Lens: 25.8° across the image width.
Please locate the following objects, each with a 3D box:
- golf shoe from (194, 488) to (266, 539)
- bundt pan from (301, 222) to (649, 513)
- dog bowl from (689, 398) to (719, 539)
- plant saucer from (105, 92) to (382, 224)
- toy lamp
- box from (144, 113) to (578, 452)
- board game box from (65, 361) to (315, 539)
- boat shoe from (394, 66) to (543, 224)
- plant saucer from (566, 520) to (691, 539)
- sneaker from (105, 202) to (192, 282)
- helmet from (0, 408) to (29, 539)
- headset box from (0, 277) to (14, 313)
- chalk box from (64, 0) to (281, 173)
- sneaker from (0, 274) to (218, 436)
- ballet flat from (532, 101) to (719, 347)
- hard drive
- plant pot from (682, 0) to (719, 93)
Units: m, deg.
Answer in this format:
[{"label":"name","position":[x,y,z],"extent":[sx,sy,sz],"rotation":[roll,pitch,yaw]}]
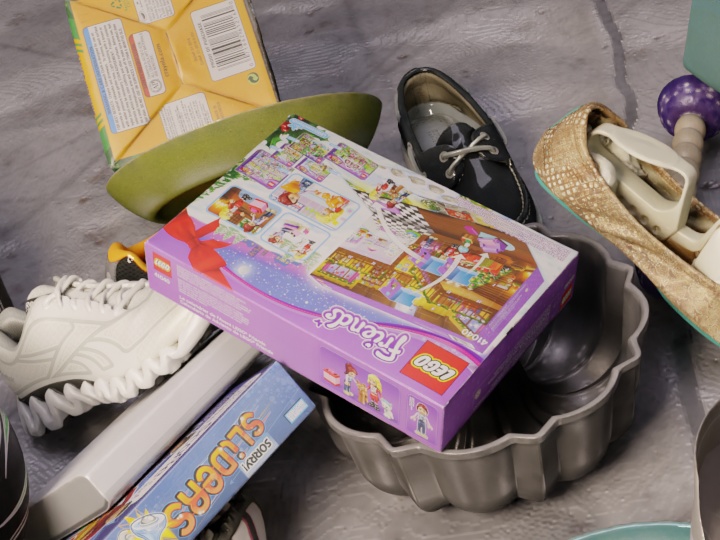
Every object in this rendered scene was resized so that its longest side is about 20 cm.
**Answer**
[{"label":"golf shoe","position":[-0.072,0.183,0.798],"extent":[0.077,0.088,0.200],"rotation":[-42,10,15]},{"label":"bundt pan","position":[0.068,0.061,0.899],"extent":[0.200,0.076,0.203],"rotation":[-10,37,7]},{"label":"dog bowl","position":[0.241,0.127,0.714],"extent":[0.198,0.059,0.201],"rotation":[8,31,-5]},{"label":"plant saucer","position":[-0.075,-0.071,1.083],"extent":[0.198,0.031,0.200],"rotation":[-19,-7,-2]},{"label":"toy lamp","position":[0.209,-0.054,1.021],"extent":[0.058,0.059,0.201],"rotation":[0,38,20]},{"label":"box","position":[0.000,0.000,0.865],"extent":[0.199,0.039,0.137],"rotation":[28,51,24]},{"label":"board game box","position":[-0.122,0.139,0.830],"extent":[0.200,0.034,0.135],"rotation":[-46,6,-34]},{"label":"boat shoe","position":[0.068,-0.077,1.097],"extent":[0.075,0.061,0.200],"rotation":[-22,36,-10]},{"label":"plant saucer","position":[0.136,0.200,0.721],"extent":[0.198,0.036,0.201],"rotation":[-9,36,7]},{"label":"sneaker","position":[-0.084,-0.017,1.059],"extent":[0.199,0.078,0.078],"rotation":[-32,37,-25]},{"label":"helmet","position":[-0.274,0.126,0.841],"extent":[0.198,0.201,0.191],"rotation":[-1,40,18]},{"label":"headset box","position":[-0.366,0.023,1.092],"extent":[0.199,0.093,0.174],"rotation":[-31,39,-21]},{"label":"chalk box","position":[-0.127,-0.129,1.139],"extent":[0.123,0.126,0.200],"rotation":[-17,-7,-4]},{"label":"sneaker","position":[-0.156,0.036,0.943],"extent":[0.199,0.081,0.075],"rotation":[-24,13,37]},{"label":"ballet flat","position":[0.185,-0.023,0.902],"extent":[0.200,0.065,0.070],"rotation":[39,46,10]},{"label":"hard drive","position":[-0.111,0.078,0.919],"extent":[0.200,0.027,0.132],"rotation":[-45,6,-37]},{"label":"plant pot","position":[0.319,-0.159,1.020],"extent":[0.141,0.143,0.199],"rotation":[-6,18,-43]}]
